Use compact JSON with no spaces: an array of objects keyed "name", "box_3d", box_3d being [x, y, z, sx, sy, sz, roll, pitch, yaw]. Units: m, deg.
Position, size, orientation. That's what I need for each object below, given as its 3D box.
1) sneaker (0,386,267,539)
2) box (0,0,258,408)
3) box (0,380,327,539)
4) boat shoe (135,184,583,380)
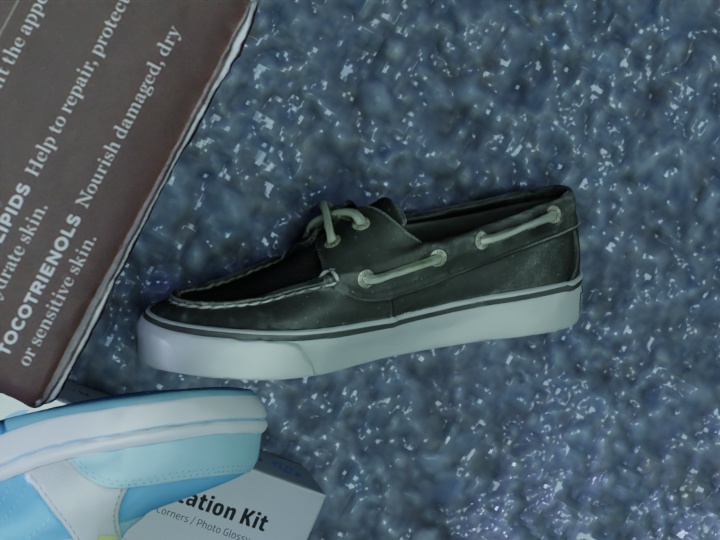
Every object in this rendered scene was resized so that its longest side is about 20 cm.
[{"name":"sneaker","box_3d":[-0.119,0.117,0.787,0.199,0.080,0.131,-14,88,-6]},{"name":"box","box_3d":[-0.173,-0.081,0.806,0.199,0.166,0.165,26,96,-21]},{"name":"box","box_3d":[-0.124,0.154,0.954,0.155,0.041,0.201,22,96,-21]},{"name":"boat shoe","box_3d":[0.000,0.000,0.939,0.199,0.071,0.064,-9,108,-23]}]
